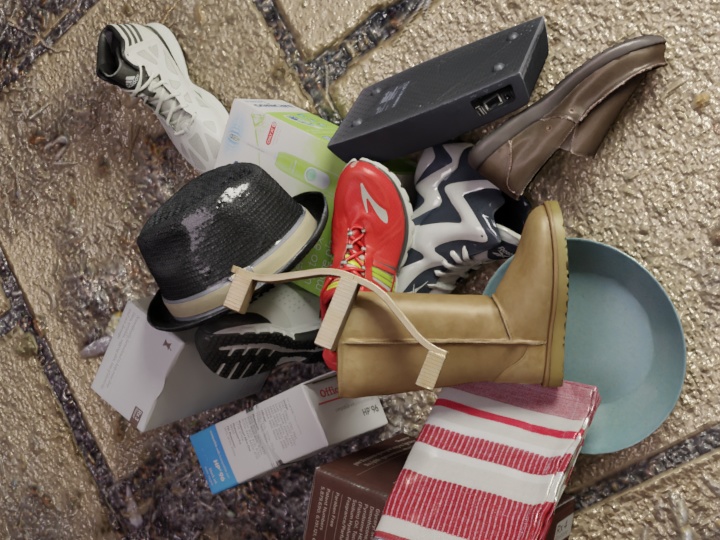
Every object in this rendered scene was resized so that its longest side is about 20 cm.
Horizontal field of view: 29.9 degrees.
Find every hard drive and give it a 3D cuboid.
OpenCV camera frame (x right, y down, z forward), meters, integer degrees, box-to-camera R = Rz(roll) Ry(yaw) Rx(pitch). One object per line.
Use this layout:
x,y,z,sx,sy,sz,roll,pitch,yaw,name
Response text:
0.075,-0.160,1.235,0.199,0.135,0.042,-18,116,29,hard drive

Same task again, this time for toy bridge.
-0.019,0.034,1.138,0.199,0.027,0.067,22,88,9,toy bridge

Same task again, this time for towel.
0.111,0.166,1.174,0.144,0.200,0.023,11,143,26,towel

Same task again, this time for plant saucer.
0.201,0.065,1.222,0.200,0.039,0.202,8,106,27,plant saucer

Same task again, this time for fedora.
-0.131,-0.035,1.235,0.200,0.201,0.092,-19,116,32,fedora

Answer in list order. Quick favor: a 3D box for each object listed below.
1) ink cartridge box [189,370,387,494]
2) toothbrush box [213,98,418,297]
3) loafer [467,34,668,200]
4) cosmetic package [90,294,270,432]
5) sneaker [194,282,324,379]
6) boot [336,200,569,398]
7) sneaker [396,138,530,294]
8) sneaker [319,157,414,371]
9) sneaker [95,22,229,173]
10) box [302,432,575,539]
-0.057,0.153,1.355,0.200,0.116,0.068,-27,81,32,ink cartridge box
-0.048,-0.069,1.346,0.200,0.086,0.146,29,109,28,toothbrush box
0.192,-0.132,1.187,0.200,0.073,0.071,-36,86,16,loafer
-0.164,0.080,1.365,0.081,0.200,0.113,37,113,23,cosmetic package
-0.090,0.052,1.322,0.074,0.200,0.080,-47,63,32,sneaker
0.077,0.028,1.167,0.199,0.066,0.176,0,101,0,boot
0.101,-0.013,1.260,0.129,0.079,0.200,23,97,37,sneaker
0.000,0.000,1.226,0.077,0.085,0.201,7,105,19,sneaker
-0.215,-0.177,1.420,0.076,0.115,0.201,-42,74,28,sneaker
0.067,0.271,1.261,0.199,0.166,0.165,18,104,30,box
